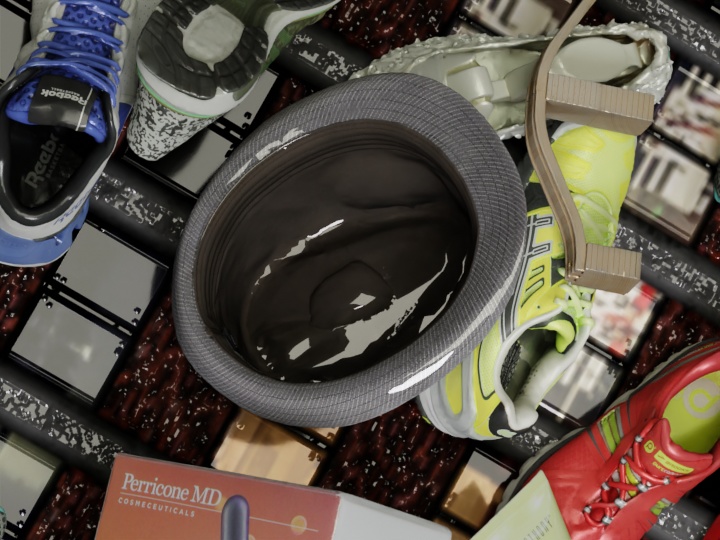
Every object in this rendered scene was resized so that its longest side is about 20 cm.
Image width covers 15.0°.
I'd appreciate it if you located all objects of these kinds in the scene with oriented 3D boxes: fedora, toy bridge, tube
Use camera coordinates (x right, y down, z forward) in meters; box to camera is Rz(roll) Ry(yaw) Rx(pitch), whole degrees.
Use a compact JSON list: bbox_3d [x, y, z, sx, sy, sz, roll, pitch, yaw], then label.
[{"bbox_3d":[0.000,0.000,1.450,0.200,0.090,0.177,-40,68,-1],"label":"fedora"},{"bbox_3d":[0.123,-0.090,1.463,0.067,0.027,0.201,10,71,-11],"label":"toy bridge"},{"bbox_3d":[0.112,0.211,1.450,0.052,0.058,0.201,-22,109,11],"label":"tube"}]

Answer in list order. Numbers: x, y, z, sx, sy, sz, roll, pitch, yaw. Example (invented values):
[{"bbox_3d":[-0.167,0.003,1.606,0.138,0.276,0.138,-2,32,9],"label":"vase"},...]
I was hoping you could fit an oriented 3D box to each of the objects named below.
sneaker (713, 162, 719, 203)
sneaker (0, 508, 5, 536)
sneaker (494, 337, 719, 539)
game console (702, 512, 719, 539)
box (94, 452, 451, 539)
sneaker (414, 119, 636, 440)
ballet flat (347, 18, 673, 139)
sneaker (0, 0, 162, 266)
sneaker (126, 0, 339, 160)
[{"bbox_3d":[0.280,-0.014,1.541,0.200,0.078,0.091,44,93,0],"label":"sneaker"},{"bbox_3d":[-0.260,0.088,1.417,0.091,0.078,0.200,-36,95,-29],"label":"sneaker"},{"bbox_3d":[0.149,0.105,1.485,0.077,0.085,0.200,45,78,-3],"label":"sneaker"},{"bbox_3d":[0.291,0.181,1.537,0.200,0.031,0.177,37,72,-6],"label":"game console"},{"bbox_3d":[-0.062,0.208,1.385,0.106,0.152,0.201,24,75,-53],"label":"box"},{"bbox_3d":[0.107,0.006,1.483,0.075,0.076,0.201,29,84,-38],"label":"sneaker"},{"bbox_3d":[0.081,-0.106,1.507,0.199,0.072,0.072,-13,86,-11],"label":"ballet flat"},{"bbox_3d":[-0.147,-0.101,1.435,0.080,0.115,0.200,19,80,-9],"label":"sneaker"},{"bbox_3d":[-0.074,-0.124,1.457,0.077,0.089,0.200,40,40,3],"label":"sneaker"}]
